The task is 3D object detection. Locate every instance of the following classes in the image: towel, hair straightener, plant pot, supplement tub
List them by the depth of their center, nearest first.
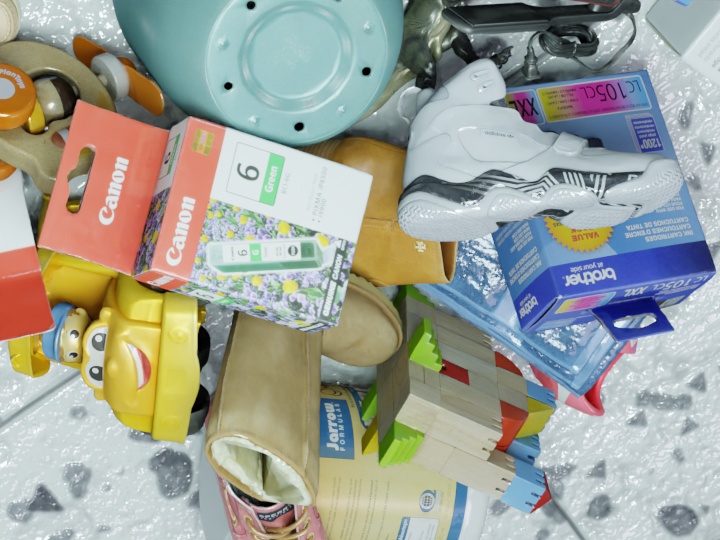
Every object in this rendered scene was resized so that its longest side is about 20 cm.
[{"bbox_3d":[-0.061,-0.174,1.500,0.200,0.161,0.201,-6,119,-12],"label":"plant pot"},{"bbox_3d":[0.133,-0.178,1.586,0.200,0.041,0.077,-4,123,-46],"label":"hair straightener"},{"bbox_3d":[0.120,-0.002,1.665,0.200,0.049,0.112,35,103,-3],"label":"towel"},{"bbox_3d":[-0.014,0.162,1.700,0.200,0.145,0.145,6,115,-19],"label":"supplement tub"}]

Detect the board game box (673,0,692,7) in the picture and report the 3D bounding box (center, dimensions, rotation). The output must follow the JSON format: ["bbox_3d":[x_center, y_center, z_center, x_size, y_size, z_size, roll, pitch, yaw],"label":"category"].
[{"bbox_3d":[0.176,-0.293,1.487,0.200,0.097,0.160,17,104,-49],"label":"board game box"}]

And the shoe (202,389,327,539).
[{"bbox_3d":[-0.063,0.179,1.568,0.071,0.091,0.200,-20,94,-4],"label":"shoe"}]

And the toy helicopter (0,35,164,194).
[{"bbox_3d":[-0.173,-0.094,1.503,0.200,0.132,0.079,30,142,3],"label":"toy helicopter"}]

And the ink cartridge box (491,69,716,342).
[{"bbox_3d":[0.171,-0.037,1.607,0.136,0.200,0.076,-10,163,-22],"label":"ink cartridge box"}]

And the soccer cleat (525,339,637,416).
[{"bbox_3d":[0.202,0.021,1.718,0.067,0.076,0.200,-8,131,-54],"label":"soccer cleat"}]

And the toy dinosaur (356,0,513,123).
[{"bbox_3d":[0.053,-0.156,1.600,0.088,0.047,0.200,38,106,8],"label":"toy dinosaur"}]

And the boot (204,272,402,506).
[{"bbox_3d":[-0.039,0.081,1.524,0.066,0.200,0.175,-32,129,31],"label":"boot"}]

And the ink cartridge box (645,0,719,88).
[{"bbox_3d":[0.341,-0.180,1.653,0.200,0.084,0.146,31,106,-28],"label":"ink cartridge box"}]

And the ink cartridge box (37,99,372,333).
[{"bbox_3d":[-0.100,-0.038,1.443,0.200,0.050,0.109,18,77,-19],"label":"ink cartridge box"}]

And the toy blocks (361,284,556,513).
[{"bbox_3d":[0.084,0.100,1.632,0.137,0.200,0.100,25,115,-12],"label":"toy blocks"}]

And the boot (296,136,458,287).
[{"bbox_3d":[0.000,-0.001,1.623,0.144,0.071,0.201,13,114,24],"label":"boot"}]

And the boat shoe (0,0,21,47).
[{"bbox_3d":[-0.327,-0.147,1.492,0.200,0.069,0.074,-15,120,-7],"label":"boat shoe"}]

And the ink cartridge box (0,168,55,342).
[{"bbox_3d":[-0.303,-0.019,1.490,0.162,0.200,0.050,-12,128,-9],"label":"ink cartridge box"}]

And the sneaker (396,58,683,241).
[{"bbox_3d":[0.121,-0.089,1.527,0.200,0.115,0.075,-7,163,3],"label":"sneaker"}]

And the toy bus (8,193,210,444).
[{"bbox_3d":[-0.195,0.022,1.552,0.192,0.200,0.136,6,117,-8],"label":"toy bus"}]
